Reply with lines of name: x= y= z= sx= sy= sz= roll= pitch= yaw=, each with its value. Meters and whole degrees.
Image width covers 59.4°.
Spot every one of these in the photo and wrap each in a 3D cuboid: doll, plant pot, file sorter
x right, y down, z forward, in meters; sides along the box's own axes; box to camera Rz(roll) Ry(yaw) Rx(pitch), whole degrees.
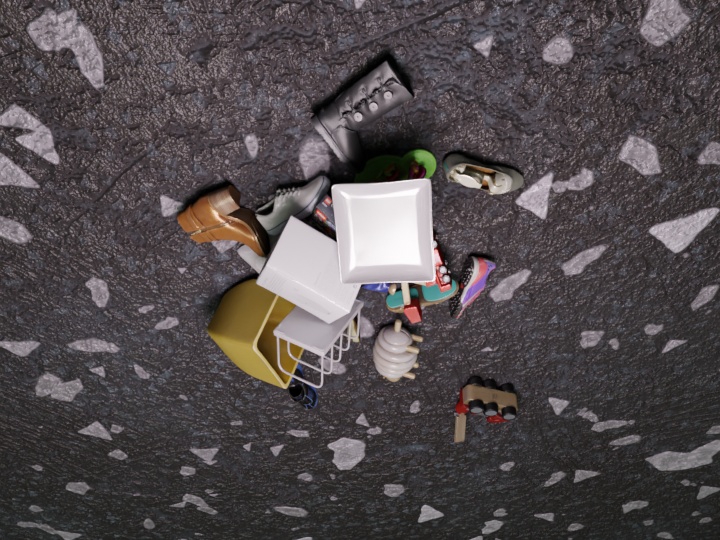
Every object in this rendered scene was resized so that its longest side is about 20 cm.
doll: x=0.000 y=0.000 z=1.533 sx=0.194 sy=0.049 sz=0.140 roll=11 pitch=115 yaw=-20
plant pot: x=-0.262 y=0.144 z=1.565 sx=0.194 sy=0.198 sz=0.198 roll=6 pitch=145 yaw=27
file sorter: x=-0.098 y=0.155 z=1.515 sx=0.135 sy=0.200 sz=0.128 roll=19 pitch=130 yaw=20

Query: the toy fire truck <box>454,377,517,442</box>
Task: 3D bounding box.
toy fire truck: x=0.367 y=0.439 z=1.940 sx=0.171 sy=0.132 sz=0.201 roll=13 pitch=144 yaw=-15

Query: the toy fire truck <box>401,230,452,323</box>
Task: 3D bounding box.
toy fire truck: x=0.146 y=0.014 z=1.518 sx=0.137 sy=0.049 sz=0.205 roll=-18 pitch=109 yaw=17

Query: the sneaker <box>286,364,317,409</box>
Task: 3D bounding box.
sneaker: x=-0.177 y=0.362 z=1.857 sx=0.068 sy=0.079 sz=0.203 roll=-14 pitch=133 yaw=11

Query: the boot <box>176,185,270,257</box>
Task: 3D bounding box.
boot: x=-0.306 y=-0.085 z=1.426 sx=0.152 sy=0.078 sz=0.201 roll=-22 pitch=131 yaw=18

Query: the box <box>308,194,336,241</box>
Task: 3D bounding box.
box: x=-0.022 y=-0.064 z=1.361 sx=0.199 sy=0.038 sz=0.137 roll=43 pitch=164 yaw=-2

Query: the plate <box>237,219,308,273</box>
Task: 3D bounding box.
plate: x=-0.168 y=-0.019 z=1.528 sx=0.196 sy=0.033 sz=0.200 roll=-25 pitch=129 yaw=19

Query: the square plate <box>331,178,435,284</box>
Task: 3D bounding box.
square plate: x=0.047 y=-0.075 z=1.238 sx=0.193 sy=0.029 sz=0.205 roll=-2 pitch=107 yaw=11

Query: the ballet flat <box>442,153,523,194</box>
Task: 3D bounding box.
ballet flat: x=0.267 y=-0.194 z=1.359 sx=0.194 sy=0.065 sz=0.068 roll=14 pitch=133 yaw=-16

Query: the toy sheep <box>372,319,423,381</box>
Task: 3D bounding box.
toy sheep: x=0.097 y=0.216 z=1.699 sx=0.133 sy=0.139 sz=0.206 roll=3 pitch=120 yaw=-6

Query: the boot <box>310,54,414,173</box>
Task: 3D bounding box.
boot: x=0.023 y=-0.303 z=1.250 sx=0.197 sy=0.067 sz=0.164 roll=-33 pitch=129 yaw=20

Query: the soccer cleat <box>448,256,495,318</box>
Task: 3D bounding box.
soccer cleat: x=0.278 y=0.049 z=1.593 sx=0.071 sy=0.069 sz=0.204 roll=2 pitch=133 yaw=-16

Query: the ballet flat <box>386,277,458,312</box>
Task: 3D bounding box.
ballet flat: x=0.162 y=0.068 z=1.611 sx=0.195 sy=0.070 sz=0.072 roll=-19 pitch=152 yaw=16

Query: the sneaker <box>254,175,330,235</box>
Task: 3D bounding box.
sneaker: x=-0.152 y=-0.149 z=1.376 sx=0.198 sy=0.074 sz=0.070 roll=-34 pitch=127 yaw=25

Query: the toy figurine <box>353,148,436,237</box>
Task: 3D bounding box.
toy figurine: x=0.081 y=-0.137 z=1.320 sx=0.196 sy=0.188 sz=0.150 roll=-26 pitch=130 yaw=21

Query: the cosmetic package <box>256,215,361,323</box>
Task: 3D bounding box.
cosmetic package: x=-0.107 y=0.004 z=1.366 sx=0.196 sy=0.126 sz=0.199 roll=28 pitch=163 yaw=-10

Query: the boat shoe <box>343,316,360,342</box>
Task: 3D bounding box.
boat shoe: x=-0.044 y=0.120 z=1.637 sx=0.063 sy=0.074 sz=0.204 roll=-11 pitch=132 yaw=4
